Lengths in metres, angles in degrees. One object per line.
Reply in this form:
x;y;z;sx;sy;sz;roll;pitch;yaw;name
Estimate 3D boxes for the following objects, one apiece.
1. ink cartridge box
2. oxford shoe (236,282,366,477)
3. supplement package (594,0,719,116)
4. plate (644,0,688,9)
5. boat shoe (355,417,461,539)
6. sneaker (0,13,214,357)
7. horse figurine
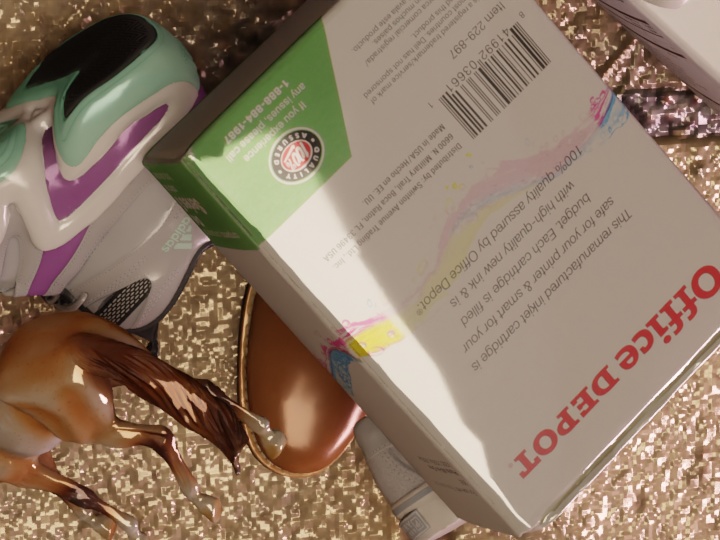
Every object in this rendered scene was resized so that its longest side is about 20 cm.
0.037;-0.018;1.146;0.145;0.087;0.200;-45;101;-12;ink cartridge box
0.000;0.000;1.234;0.071;0.071;0.201;14;104;-20;oxford shoe
0.154;-0.141;1.203;0.200;0.120;0.121;41;93;-19;supplement package
0.081;-0.229;1.107;0.199;0.032;0.200;30;90;10;plate
0.086;0.037;1.254;0.200;0.072;0.069;-33;85;-12;boat shoe
-0.131;0.000;1.202;0.199;0.078;0.140;-27;123;11;sneaker
-0.117;0.063;1.189;0.132;0.200;0.050;36;55;-21;horse figurine
